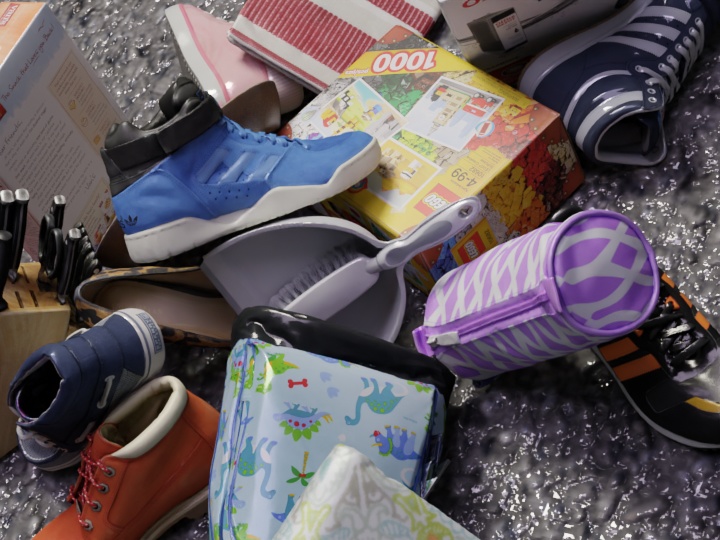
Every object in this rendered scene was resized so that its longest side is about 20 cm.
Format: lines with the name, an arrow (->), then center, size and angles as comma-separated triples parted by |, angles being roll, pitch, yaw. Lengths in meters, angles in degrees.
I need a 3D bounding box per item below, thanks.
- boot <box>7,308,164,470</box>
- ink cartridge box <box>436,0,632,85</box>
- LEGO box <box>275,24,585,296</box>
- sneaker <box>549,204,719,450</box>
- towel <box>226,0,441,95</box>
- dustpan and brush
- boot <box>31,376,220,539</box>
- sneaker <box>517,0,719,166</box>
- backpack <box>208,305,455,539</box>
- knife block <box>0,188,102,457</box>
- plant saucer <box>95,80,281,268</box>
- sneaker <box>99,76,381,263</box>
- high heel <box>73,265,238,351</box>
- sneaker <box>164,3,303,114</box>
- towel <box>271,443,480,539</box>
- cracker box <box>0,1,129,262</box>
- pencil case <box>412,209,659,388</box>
boot -> -0.223, 0.095, 1.072 | 0.073, 0.090, 0.200 | 57, 134, 14
ink cartridge box -> 0.127, -0.226, 1.129 | 0.145, 0.200, 0.084 | -23, 73, 9
LEGO box -> 0.048, -0.084, 1.146 | 0.149, 0.077, 0.200 | -43, 46, -11
sneaker -> 0.181, 0.033, 0.965 | 0.070, 0.090, 0.200 | -36, 44, -4
towel -> -0.007, -0.232, 1.287 | 0.143, 0.023, 0.201 | 30, 62, 6
dustpan and brush -> 0.000, 0.000, 1.031 | 0.199, 0.140, 0.057 | -34, 16, 14
boot -> -0.180, 0.156, 1.049 | 0.200, 0.108, 0.075 | -40, 47, -6
sneaker -> 0.227, -0.152, 1.115 | 0.199, 0.070, 0.109 | -31, 51, -6
backpack -> -0.027, 0.136, 0.956 | 0.161, 0.154, 0.202 | 18, 77, -6
knife block -> -0.277, 0.038, 1.140 | 0.199, 0.176, 0.064 | -37, 43, 3
plant saucer -> -0.128, -0.067, 1.182 | 0.032, 0.200, 0.200 | 44, 78, 4
sneaker -> -0.086, -0.091, 1.057 | 0.198, 0.112, 0.077 | -21, 11, -13
high heel -> -0.104, 0.021, 1.089 | 0.198, 0.142, 0.072 | -11, 74, 27
sneaker -> -0.106, -0.188, 1.329 | 0.104, 0.076, 0.201 | -21, 37, -8
towel -> 0.021, 0.225, 0.845 | 0.199, 0.048, 0.172 | 36, 69, -3
cracker box -> -0.262, -0.105, 1.247 | 0.057, 0.201, 0.135 | 8, 56, 33
pencil case -> 0.107, 0.019, 0.952 | 0.085, 0.200, 0.085 | -11, 81, -25
